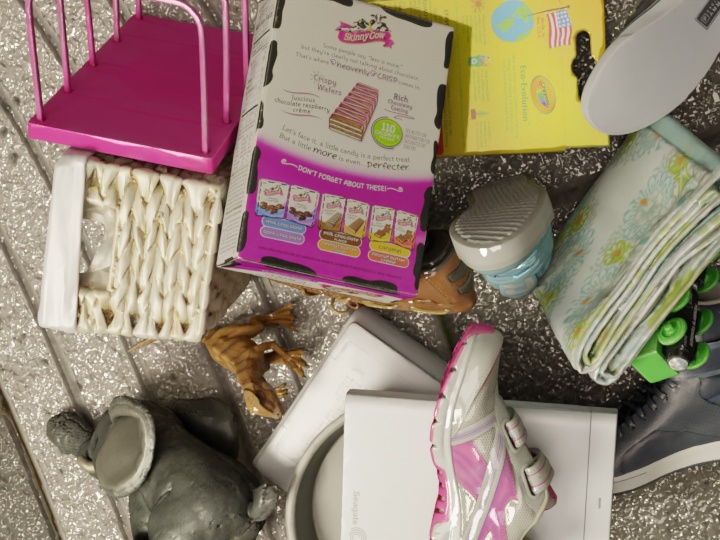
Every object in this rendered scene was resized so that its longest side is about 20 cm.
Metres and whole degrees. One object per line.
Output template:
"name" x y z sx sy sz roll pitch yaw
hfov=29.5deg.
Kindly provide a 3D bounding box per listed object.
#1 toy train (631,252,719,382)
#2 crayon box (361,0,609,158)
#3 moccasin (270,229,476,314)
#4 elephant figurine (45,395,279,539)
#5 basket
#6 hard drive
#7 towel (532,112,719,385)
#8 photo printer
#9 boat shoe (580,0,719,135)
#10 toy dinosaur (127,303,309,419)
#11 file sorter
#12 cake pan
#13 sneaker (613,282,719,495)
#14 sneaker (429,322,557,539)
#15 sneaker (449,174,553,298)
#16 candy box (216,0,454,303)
"toy train" 0.229 -0.003 0.992 0.056 0.200 0.042 -25 123 39
"crayon box" 0.090 -0.151 1.053 0.199 0.051 0.128 -1 100 13
"moccasin" 0.001 -0.001 1.073 0.201 0.074 0.078 3 136 30
"elephant figurine" -0.168 0.155 1.116 0.155 0.142 0.200 -27 68 -8
"basket" -0.153 -0.030 1.052 0.123 0.200 0.136 10 103 5
"hard drive" 0.086 0.161 1.013 0.199 0.027 0.133 3 99 10
"towel" 0.193 -0.024 0.980 0.048 0.200 0.171 34 105 -13
"photo printer" 0.036 0.149 1.109 0.200 0.069 0.167 34 104 4
"boat shoe" 0.232 -0.182 0.998 0.069 0.057 0.200 41 93 -22
"toy dinosaur" -0.104 0.061 1.116 0.106 0.200 0.061 -9 109 -30
"file sorter" -0.141 -0.184 1.002 0.138 0.200 0.126 11 125 10
"cake pan" 0.042 0.191 1.058 0.199 0.037 0.201 2 99 10
"sneaker" 0.218 0.085 1.048 0.202 0.077 0.147 -18 107 5
"sneaker" 0.095 0.134 0.959 0.088 0.081 0.201 3 106 8
"sneaker" 0.114 -0.016 0.997 0.074 0.200 0.082 -17 101 15
"candy box" -0.017 -0.088 0.968 0.136 0.061 0.201 13 80 -21
